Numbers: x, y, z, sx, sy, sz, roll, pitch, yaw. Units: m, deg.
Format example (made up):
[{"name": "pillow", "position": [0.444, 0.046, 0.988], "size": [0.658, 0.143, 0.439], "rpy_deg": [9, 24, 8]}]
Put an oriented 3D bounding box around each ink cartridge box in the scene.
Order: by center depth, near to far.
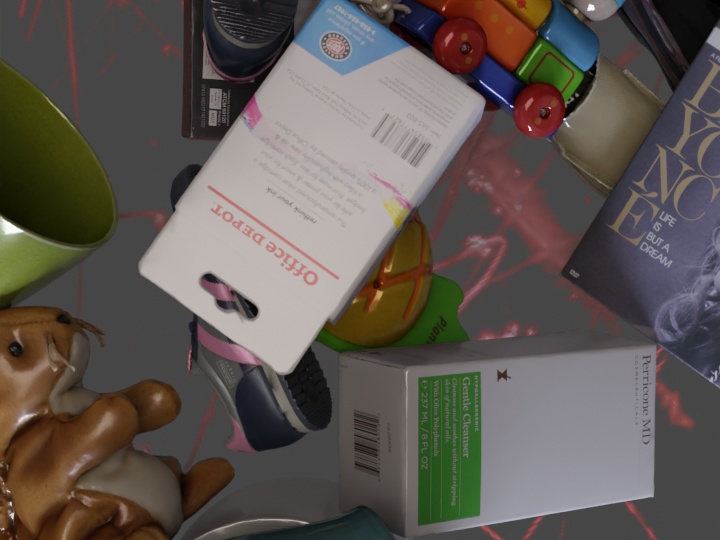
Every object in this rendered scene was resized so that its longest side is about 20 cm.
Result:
[{"name": "ink cartridge box", "position": [-0.029, -0.048, 0.929], "size": [0.115, 0.068, 0.200], "rpy_deg": [35, 86, 3]}]

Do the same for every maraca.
[{"name": "maraca", "position": [0.000, 0.000, 1.027], "size": [0.200, 0.137, 0.107], "rpy_deg": [47, 140, -18]}]

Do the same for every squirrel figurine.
[{"name": "squirrel figurine", "position": [-0.213, 0.124, 1.028], "size": [0.200, 0.142, 0.187], "rpy_deg": [-34, 96, 28]}]

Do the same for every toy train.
[{"name": "toy train", "position": [0.068, -0.178, 0.941], "size": [0.200, 0.085, 0.116], "rpy_deg": [34, 93, -29]}]

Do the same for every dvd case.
[{"name": "dvd case", "position": [0.236, -0.036, 0.982], "size": [0.148, 0.016, 0.200], "rpy_deg": [36, 112, 15]}]

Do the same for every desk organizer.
[{"name": "desk organizer", "position": [-0.089, -0.185, 1.049], "size": [0.071, 0.077, 0.201], "rpy_deg": [0, 91, -21]}]

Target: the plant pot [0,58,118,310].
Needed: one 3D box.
[{"name": "plant pot", "position": [-0.298, -0.024, 1.048], "size": [0.200, 0.187, 0.187], "rpy_deg": [-42, 87, 20]}]

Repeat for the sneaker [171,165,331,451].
[{"name": "sneaker", "position": [-0.097, 0.030, 1.065], "size": [0.082, 0.070, 0.201], "rpy_deg": [-27, 81, 25]}]

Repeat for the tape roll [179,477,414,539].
[{"name": "tape roll", "position": [-0.048, 0.247, 1.032], "size": [0.202, 0.139, 0.204], "rpy_deg": [0, 94, 3]}]

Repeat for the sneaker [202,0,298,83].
[{"name": "sneaker", "position": [-0.062, -0.211, 0.987], "size": [0.070, 0.082, 0.201], "rpy_deg": [19, 63, -6]}]

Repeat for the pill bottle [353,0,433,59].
[{"name": "pill bottle", "position": [0.073, -0.230, 1.023], "size": [0.200, 0.116, 0.116], "rpy_deg": [-35, 88, 5]}]

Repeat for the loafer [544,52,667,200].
[{"name": "loafer", "position": [0.154, -0.104, 1.042], "size": [0.200, 0.068, 0.076], "rpy_deg": [38, 95, 4]}]

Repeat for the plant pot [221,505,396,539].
[{"name": "plant pot", "position": [-0.045, 0.232, 0.873], "size": [0.187, 0.200, 0.201], "rpy_deg": [-27, 89, -10]}]

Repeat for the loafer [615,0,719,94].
[{"name": "loafer", "position": [0.225, -0.146, 1.005], "size": [0.072, 0.063, 0.200], "rpy_deg": [-37, 65, -2]}]

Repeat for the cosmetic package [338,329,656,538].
[{"name": "cosmetic package", "position": [0.089, 0.099, 0.995], "size": [0.199, 0.085, 0.108], "rpy_deg": [-5, 96, -31]}]
